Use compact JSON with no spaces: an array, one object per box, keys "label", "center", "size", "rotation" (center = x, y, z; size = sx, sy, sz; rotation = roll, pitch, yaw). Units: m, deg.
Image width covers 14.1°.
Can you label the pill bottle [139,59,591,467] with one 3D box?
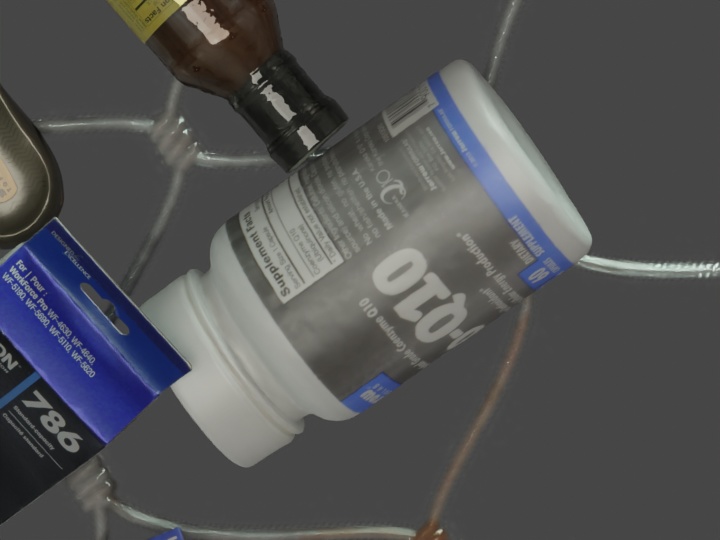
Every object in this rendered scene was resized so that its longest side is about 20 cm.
[{"label":"pill bottle","center":[0.000,0.000,1.394],"size":[0.200,0.114,0.114],"rotation":[-35,97,8]}]

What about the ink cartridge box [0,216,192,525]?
[{"label":"ink cartridge box","center":[-0.173,0.061,1.396],"size":[0.099,0.039,0.200],"rotation":[48,133,-5]}]

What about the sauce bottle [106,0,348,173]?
[{"label":"sauce bottle","center":[-0.085,-0.134,1.393],"size":[0.065,0.065,0.200],"rotation":[-40,93,8]}]

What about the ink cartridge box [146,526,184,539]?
[{"label":"ink cartridge box","center":[-0.159,0.219,1.450],"size":[0.199,0.042,0.120],"rotation":[-24,65,8]}]

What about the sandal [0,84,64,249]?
[{"label":"sandal","center":[-0.223,-0.089,1.416],"size":[0.082,0.055,0.200],"rotation":[-37,97,8]}]
